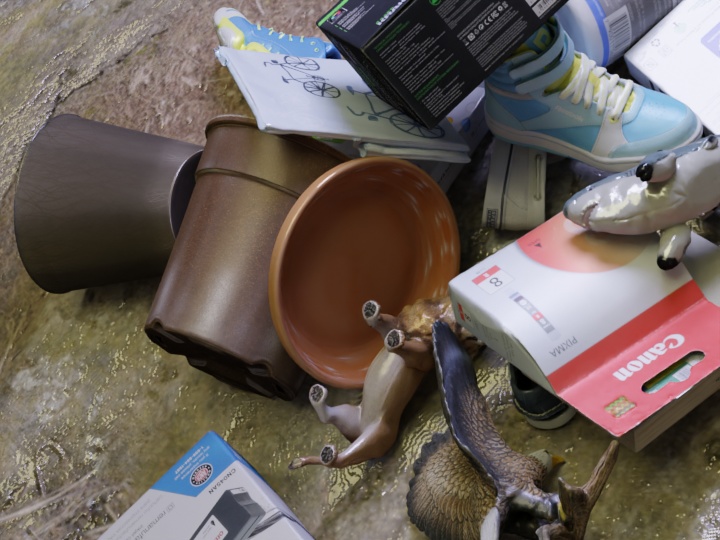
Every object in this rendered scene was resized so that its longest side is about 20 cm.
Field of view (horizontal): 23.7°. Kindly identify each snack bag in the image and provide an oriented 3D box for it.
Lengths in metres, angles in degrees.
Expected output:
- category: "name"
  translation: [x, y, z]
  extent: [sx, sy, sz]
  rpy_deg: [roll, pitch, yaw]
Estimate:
- category: "snack bag"
  translation: [-0.019, -0.148, 1.528]
  extent: [0.189, 0.198, 0.022]
  rpy_deg: [-121, 40, -55]

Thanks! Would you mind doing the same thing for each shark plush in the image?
- category: "shark plush"
  translation: [0.256, -0.089, 1.381]
  extent: [0.200, 0.091, 0.083]
  rpy_deg: [-42, 30, -21]

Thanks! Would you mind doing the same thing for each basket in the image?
- category: "basket"
  translation: [-0.219, -0.061, 1.668]
  extent: [0.199, 0.136, 0.182]
  rpy_deg: [4, 86, 37]

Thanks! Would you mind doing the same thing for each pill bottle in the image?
- category: "pill bottle"
  translation: [0.247, -0.268, 1.554]
  extent: [0.199, 0.114, 0.114]
  rpy_deg: [-34, 45, -18]

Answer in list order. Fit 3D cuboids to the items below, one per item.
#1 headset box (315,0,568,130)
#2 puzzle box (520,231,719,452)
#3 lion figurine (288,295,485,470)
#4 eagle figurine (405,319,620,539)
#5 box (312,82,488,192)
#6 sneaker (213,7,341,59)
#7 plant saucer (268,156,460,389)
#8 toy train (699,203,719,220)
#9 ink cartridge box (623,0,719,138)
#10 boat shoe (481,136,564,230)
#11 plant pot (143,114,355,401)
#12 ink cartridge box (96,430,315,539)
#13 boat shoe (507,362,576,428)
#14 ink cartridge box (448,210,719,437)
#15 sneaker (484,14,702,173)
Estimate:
- category: "headset box"
  translation: [0.068, -0.223, 1.443]
  extent: [0.174, 0.093, 0.200]
  rpy_deg: [-42, 19, 1]
- category: "puzzle box"
  translation: [0.240, 0.051, 1.361]
  extent: [0.199, 0.026, 0.133]
  rpy_deg: [-32, 44, -23]
- category: "lion figurine"
  translation: [0.026, 0.098, 1.458]
  extent: [0.072, 0.122, 0.200]
  rpy_deg: [42, 99, 34]
- category: "eagle figurine"
  translation: [0.101, 0.155, 1.350]
  extent: [0.199, 0.151, 0.152]
  rpy_deg: [33, 88, 31]
- category: "box"
  translation: [0.046, -0.142, 1.634]
  extent: [0.155, 0.041, 0.201]
  rpy_deg: [13, 57, 37]
- category: "sneaker"
  translation: [-0.077, -0.212, 1.766]
  extent: [0.104, 0.076, 0.201]
  rpy_deg: [-25, 54, -4]
- category: "plant saucer"
  translation: [0.000, 0.000, 1.471]
  extent: [0.037, 0.200, 0.201]
  rpy_deg: [19, 68, 50]
- category: "toy train"
  translation: [0.252, -0.101, 1.498]
  extent: [0.034, 0.046, 0.200]
  rpy_deg: [-34, 45, -7]
- category: "ink cartridge box"
  translation: [0.329, -0.154, 1.482]
  extent: [0.099, 0.039, 0.200]
  rpy_deg: [-41, 57, -2]
- category: "boat shoe"
  translation: [0.159, -0.122, 1.562]
  extent: [0.069, 0.071, 0.201]
  rpy_deg: [9, 56, 7]
- category: "plant pot"
  translation: [-0.086, -0.002, 1.538]
  extent: [0.199, 0.200, 0.200]
  rpy_deg: [12, 72, 36]
- category: "ink cartridge box"
  translation: [-0.108, 0.254, 1.423]
  extent: [0.145, 0.084, 0.200]
  rpy_deg: [-44, 47, -4]
- category: "boat shoe"
  translation: [0.160, 0.032, 1.442]
  extent: [0.074, 0.062, 0.201]
  rpy_deg: [1, 59, 29]
- category: "ink cartridge box"
  translation: [0.189, 0.029, 1.342]
  extent: [0.162, 0.050, 0.200]
  rpy_deg: [-31, 38, -21]
- category: "sneaker"
  translation: [0.186, -0.156, 1.449]
  extent: [0.198, 0.131, 0.080]
  rpy_deg: [10, 56, 25]
